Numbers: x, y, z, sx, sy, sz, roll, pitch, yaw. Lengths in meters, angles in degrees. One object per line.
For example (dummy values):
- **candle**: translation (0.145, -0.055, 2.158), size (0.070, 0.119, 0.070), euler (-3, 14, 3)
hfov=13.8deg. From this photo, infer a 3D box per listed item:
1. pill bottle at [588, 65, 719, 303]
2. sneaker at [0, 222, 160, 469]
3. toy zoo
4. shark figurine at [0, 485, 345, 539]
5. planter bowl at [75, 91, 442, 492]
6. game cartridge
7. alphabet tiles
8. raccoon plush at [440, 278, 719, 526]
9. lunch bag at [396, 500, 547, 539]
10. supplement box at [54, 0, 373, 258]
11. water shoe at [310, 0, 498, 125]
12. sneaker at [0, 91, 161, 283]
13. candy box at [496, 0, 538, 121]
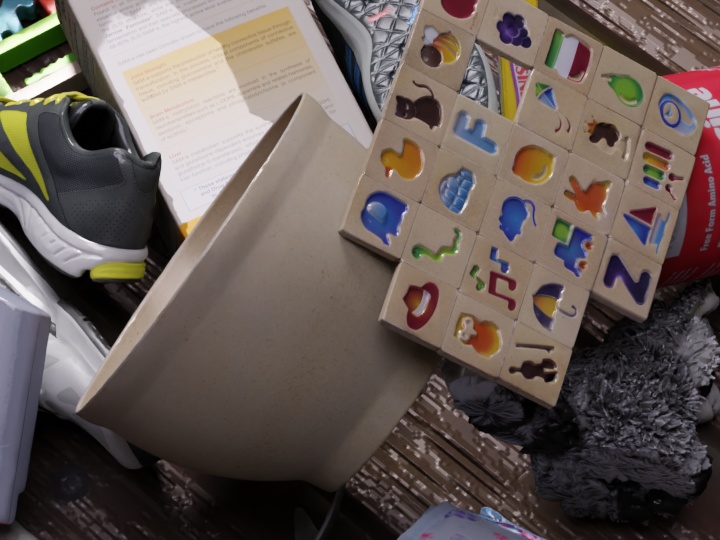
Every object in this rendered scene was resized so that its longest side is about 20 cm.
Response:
- **pill bottle**: translation (0.146, -0.044, 1.593), size (0.200, 0.112, 0.112), euler (-12, 55, -34)
- **sneaker**: translation (-0.197, 0.064, 1.638), size (0.115, 0.076, 0.200), euler (-39, 56, -10)
- **toy zoo**: translation (-0.205, -0.190, 1.813), size (0.131, 0.020, 0.200), euler (-30, 62, -15)
- **shark figurine**: translation (-0.113, 0.165, 1.554), size (0.214, 0.090, 0.128), euler (-2, 60, 4)
- **planter bowl**: translation (-0.034, 0.029, 1.518), size (0.135, 0.200, 0.200), euler (36, 64, -5)
- **game cartridge**: translation (-0.265, 0.056, 1.603), size (0.200, 0.041, 0.133), euler (7, 83, 23)
- **alphabet tiles**: translation (0.081, -0.038, 1.487), size (0.167, 0.008, 0.200), euler (27, 63, -15)
- **raccoon plush**: translation (0.129, 0.041, 1.571), size (0.097, 0.200, 0.134), euler (-9, 55, 29)
- **lunch bag**: translation (0.068, 0.218, 1.492), size (0.169, 0.127, 0.200), euler (27, 57, 15)
- **supplement box**: translation (-0.083, -0.105, 1.713), size (0.126, 0.074, 0.200), euler (-22, 68, -11)
- **water shoe**: translation (0.031, -0.112, 1.713), size (0.071, 0.079, 0.200), euler (-22, 51, -5)
- **sneaker**: translation (-0.170, -0.069, 1.676), size (0.074, 0.085, 0.200), euler (5, 26, -47)
- **candy box**: translation (0.087, -0.147, 1.666), size (0.026, 0.102, 0.200), euler (-3, 98, 0)
